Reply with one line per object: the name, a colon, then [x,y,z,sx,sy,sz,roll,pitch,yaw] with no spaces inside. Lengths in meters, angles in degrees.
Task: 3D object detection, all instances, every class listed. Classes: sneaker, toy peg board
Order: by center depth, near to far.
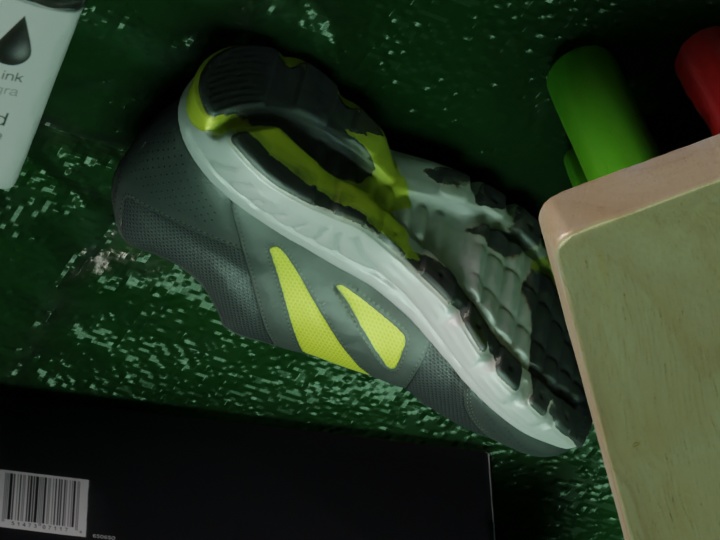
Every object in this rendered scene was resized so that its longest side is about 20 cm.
toy peg board: [0.159,-0.014,1.009,0.198,0.098,0.200,-20,139,-1]
sneaker: [0.000,0.000,1.029,0.200,0.075,0.084,41,134,-23]

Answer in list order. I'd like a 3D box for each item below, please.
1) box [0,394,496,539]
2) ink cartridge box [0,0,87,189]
box: [-0.059,0.128,1.168,0.199,0.079,0.142,8,137,-10]
ink cartridge box: [-0.142,-0.129,0.859,0.145,0.085,0.200,12,139,-14]
